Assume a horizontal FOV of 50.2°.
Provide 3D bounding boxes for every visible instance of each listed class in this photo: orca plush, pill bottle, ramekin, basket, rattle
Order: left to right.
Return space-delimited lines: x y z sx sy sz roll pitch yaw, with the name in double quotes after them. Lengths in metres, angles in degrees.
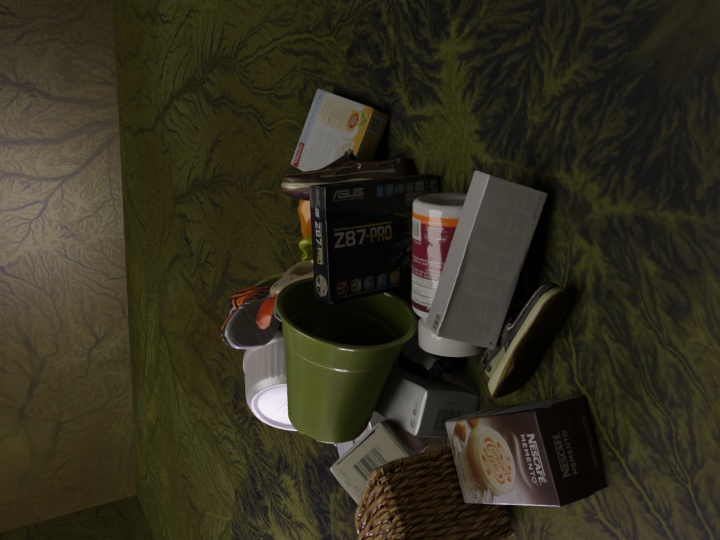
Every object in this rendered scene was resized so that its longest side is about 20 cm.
-0.111 -0.018 1.248 0.130 0.200 0.143 22 134 46 "rattle"
-0.107 0.197 1.325 0.203 0.202 0.094 116 161 -47 "ramekin"
0.091 0.115 1.193 0.200 0.071 0.105 24 74 50 "orca plush"
0.090 0.332 1.085 0.143 0.199 0.150 -37 67 56 "basket"
0.125 0.004 1.016 0.114 0.114 0.201 24 119 57 "pill bottle"

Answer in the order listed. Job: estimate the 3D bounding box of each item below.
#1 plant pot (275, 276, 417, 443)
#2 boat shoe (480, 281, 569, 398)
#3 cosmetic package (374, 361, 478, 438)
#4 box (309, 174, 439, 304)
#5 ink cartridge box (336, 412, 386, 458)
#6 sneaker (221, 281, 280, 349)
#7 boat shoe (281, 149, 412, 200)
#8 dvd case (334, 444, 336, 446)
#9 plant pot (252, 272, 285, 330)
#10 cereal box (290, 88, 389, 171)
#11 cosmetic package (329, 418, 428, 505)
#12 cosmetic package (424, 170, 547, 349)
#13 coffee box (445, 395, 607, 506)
-0.032 0.138 1.106 0.200 0.199 0.191 43 131 49 "plant pot"
0.193 0.081 0.956 0.065 0.073 0.200 54 142 32 "boat shoe"
0.075 0.188 1.162 0.200 0.101 0.074 20 97 57 "cosmetic package"
0.025 -0.049 1.093 0.049 0.199 0.162 13 109 54 "box"
0.023 0.278 1.334 0.200 0.066 0.116 -35 66 60 "ink cartridge box"
-0.191 0.080 1.296 0.112 0.200 0.078 -12 104 32 "sneaker"
-0.020 -0.146 1.179 0.075 0.201 0.075 86 -174 -83 "boat shoe"
-0.122 0.268 1.569 0.200 0.018 0.143 33 162 55 "dvd case"
-0.117 0.135 1.450 0.200 0.200 0.185 49 150 45 "plant pot"
-0.040 -0.217 1.289 0.200 0.039 0.144 37 109 54 "cereal box"
0.033 0.279 1.159 0.071 0.105 0.200 48 -177 13 "cosmetic package"
0.150 -0.012 0.931 0.051 0.082 0.201 -135 62 -71 "cosmetic package"
0.202 0.230 0.974 0.200 0.079 0.115 -31 71 60 "coffee box"
